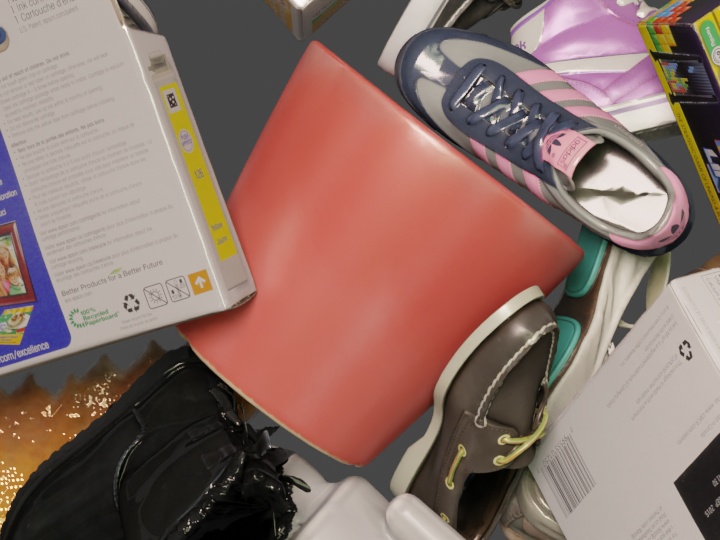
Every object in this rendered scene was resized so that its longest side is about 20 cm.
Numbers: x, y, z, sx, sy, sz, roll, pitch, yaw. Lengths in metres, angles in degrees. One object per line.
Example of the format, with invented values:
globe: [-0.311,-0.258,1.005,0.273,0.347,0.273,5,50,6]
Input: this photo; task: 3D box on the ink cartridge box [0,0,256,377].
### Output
ink cartridge box: [-0.176,-0.053,1.078,0.196,0.047,0.202,-16,95,27]

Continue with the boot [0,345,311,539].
boot: [-0.120,0.144,1.107,0.198,0.163,0.073,-47,120,6]

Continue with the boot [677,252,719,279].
boot: [0.274,0.070,1.188,0.075,0.074,0.201,-32,85,-14]

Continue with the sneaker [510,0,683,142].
sneaker: [0.188,-0.140,1.199,0.198,0.073,0.116,-11,80,-5]

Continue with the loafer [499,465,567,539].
loafer: [0.176,0.174,1.186,0.199,0.063,0.072,28,52,-2]

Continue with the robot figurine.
robot figurine: [0.005,0.199,1.143,0.200,0.113,0.170,44,125,2]

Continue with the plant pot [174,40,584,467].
plant pot: [0.000,0.000,1.130,0.200,0.200,0.178,37,94,1]

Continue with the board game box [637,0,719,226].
board game box: [0.266,-0.092,1.139,0.165,0.057,0.201,-35,111,-21]

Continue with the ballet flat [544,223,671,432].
ballet flat: [0.142,0.034,1.191,0.069,0.069,0.202,26,84,0]

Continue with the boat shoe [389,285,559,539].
boat shoe: [0.075,0.087,1.110,0.071,0.202,0.061,-27,64,-32]

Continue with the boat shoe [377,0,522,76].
boat shoe: [0.086,-0.192,1.201,0.056,0.069,0.201,36,83,1]

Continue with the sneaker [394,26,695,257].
sneaker: [0.105,-0.079,1.129,0.199,0.082,0.071,31,93,6]

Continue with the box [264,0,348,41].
box: [-0.059,-0.252,1.183,0.112,0.101,0.200,-40,88,-4]

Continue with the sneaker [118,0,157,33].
sneaker: [-0.184,-0.230,1.190,0.202,0.077,0.147,39,48,-30]

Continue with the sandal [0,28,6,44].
sandal: [-0.226,-0.139,1.129,0.199,0.079,0.088,35,46,-30]

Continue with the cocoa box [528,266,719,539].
cocoa box: [0.205,0.096,1.082,0.130,0.200,0.134,-14,63,-29]
